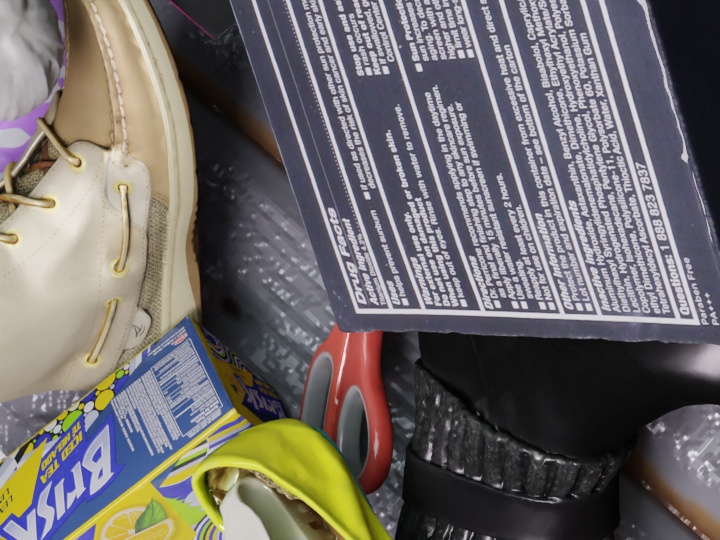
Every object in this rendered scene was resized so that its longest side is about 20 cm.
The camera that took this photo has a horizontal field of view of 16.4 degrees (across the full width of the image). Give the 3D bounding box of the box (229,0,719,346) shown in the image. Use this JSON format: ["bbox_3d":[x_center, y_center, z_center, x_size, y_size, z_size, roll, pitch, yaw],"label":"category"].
[{"bbox_3d":[0.065,-0.089,0.849,0.198,0.123,0.200,1,114,48],"label":"box"}]

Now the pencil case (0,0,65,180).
[{"bbox_3d":[-0.166,-0.114,1.121,0.085,0.084,0.200,-4,74,-18],"label":"pencil case"}]

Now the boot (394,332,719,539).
[{"bbox_3d":[0.092,0.074,0.962,0.211,0.079,0.158,6,93,53],"label":"boot"}]

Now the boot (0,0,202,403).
[{"bbox_3d":[-0.148,-0.025,1.027,0.155,0.200,0.073,-14,37,-17],"label":"boot"}]

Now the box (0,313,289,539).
[{"bbox_3d":[-0.121,0.113,1.063,0.200,0.070,0.064,-37,45,9],"label":"box"}]

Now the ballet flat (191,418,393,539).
[{"bbox_3d":[0.001,0.139,0.960,0.200,0.067,0.067,51,124,26],"label":"ballet flat"}]

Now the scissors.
[{"bbox_3d":[0.000,0.000,1.049,0.073,0.014,0.200,5,90,64],"label":"scissors"}]

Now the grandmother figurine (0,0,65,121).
[{"bbox_3d":[-0.188,-0.139,0.971,0.121,0.061,0.200,-44,83,2],"label":"grandmother figurine"}]

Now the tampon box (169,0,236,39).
[{"bbox_3d":[-0.080,-0.225,0.999,0.126,0.200,0.150,-34,31,23],"label":"tampon box"}]
